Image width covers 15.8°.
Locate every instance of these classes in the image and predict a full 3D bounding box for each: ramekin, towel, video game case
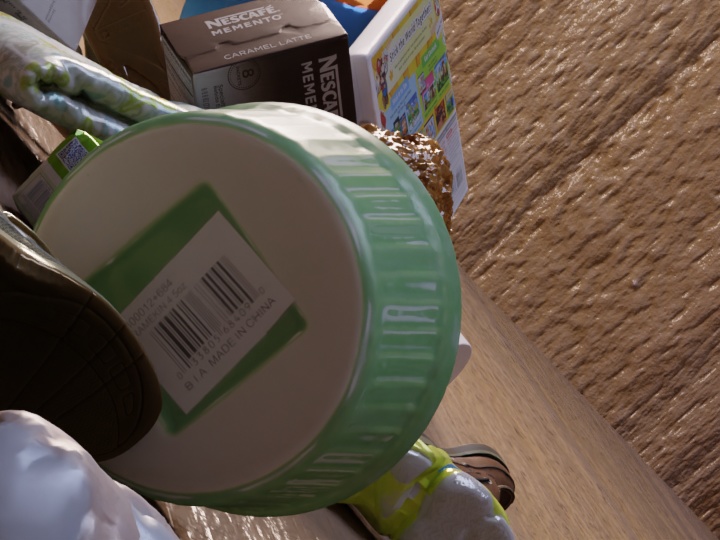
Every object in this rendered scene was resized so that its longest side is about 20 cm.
[{"bbox_3d":[-0.061,0.018,1.211,0.200,0.200,0.098,49,13,14],"label":"ramekin"},{"bbox_3d":[-0.160,-0.106,1.636,0.200,0.048,0.171,24,2,-34],"label":"towel"},{"bbox_3d":[0.035,-0.104,1.900,0.200,0.023,0.182,-56,141,-61],"label":"video game case"}]

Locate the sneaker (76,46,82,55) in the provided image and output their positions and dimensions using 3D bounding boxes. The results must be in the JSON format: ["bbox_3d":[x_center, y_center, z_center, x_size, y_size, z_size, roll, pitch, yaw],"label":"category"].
[{"bbox_3d":[-0.257,-0.208,1.855,0.200,0.072,0.072,45,5,-40],"label":"sneaker"}]

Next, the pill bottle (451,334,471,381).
[{"bbox_3d":[-0.001,0.013,2.084,0.200,0.112,0.112,51,6,22],"label":"pill bottle"}]

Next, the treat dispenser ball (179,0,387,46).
[{"bbox_3d":[-0.044,-0.169,2.022,0.201,0.201,0.201,47,6,-6],"label":"treat dispenser ball"}]

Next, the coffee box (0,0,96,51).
[{"bbox_3d":[-0.224,-0.255,1.790,0.080,0.200,0.113,-7,-38,39],"label":"coffee box"}]

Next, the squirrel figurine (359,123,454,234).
[{"bbox_3d":[0.000,0.000,1.749,0.142,0.200,0.187,44,1,43],"label":"squirrel figurine"}]

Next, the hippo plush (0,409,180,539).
[{"bbox_3d":[-0.073,0.133,0.496,0.161,0.159,0.200,49,5,19],"label":"hippo plush"}]

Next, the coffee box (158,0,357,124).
[{"bbox_3d":[-0.063,-0.082,1.809,0.080,0.114,0.200,-124,-156,-52],"label":"coffee box"}]

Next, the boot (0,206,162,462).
[{"bbox_3d":[-0.176,-0.011,1.151,0.200,0.072,0.155,43,5,-35],"label":"boot"}]

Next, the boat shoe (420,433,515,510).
[{"bbox_3d":[0.060,0.162,1.804,0.068,0.072,0.200,55,18,24],"label":"boat shoe"}]

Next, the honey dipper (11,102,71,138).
[{"bbox_3d":[-0.181,-0.079,1.743,0.200,0.038,0.038,49,5,-14],"label":"honey dipper"}]

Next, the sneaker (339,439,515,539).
[{"bbox_3d":[0.020,0.125,1.668,0.200,0.076,0.105,44,6,-30],"label":"sneaker"}]

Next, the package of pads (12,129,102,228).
[{"bbox_3d":[-0.108,0.008,1.541,0.155,0.068,0.200,49,6,17],"label":"package of pads"}]

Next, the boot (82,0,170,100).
[{"bbox_3d":[-0.161,-0.119,1.954,0.155,0.073,0.200,102,-35,-78],"label":"boot"}]
